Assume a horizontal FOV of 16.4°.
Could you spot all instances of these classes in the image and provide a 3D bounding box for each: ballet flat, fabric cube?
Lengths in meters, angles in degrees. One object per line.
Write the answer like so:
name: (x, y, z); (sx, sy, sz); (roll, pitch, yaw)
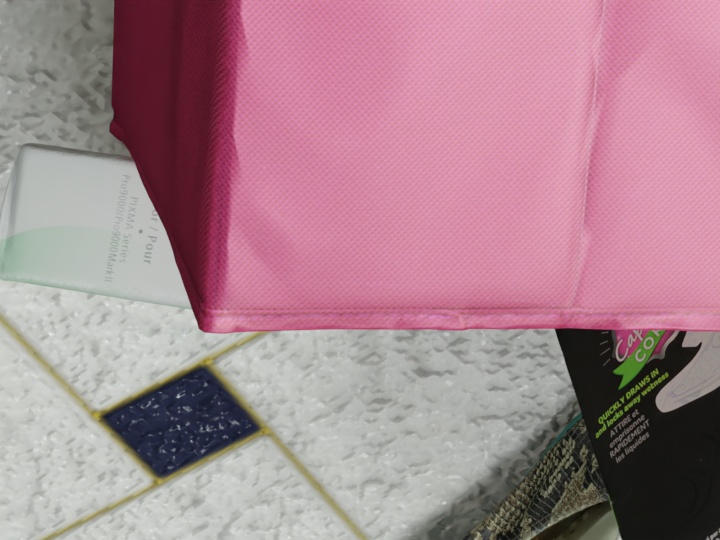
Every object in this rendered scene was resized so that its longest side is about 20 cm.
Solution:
ballet flat: (0.067, 0.137, 1.066); (0.068, 0.075, 0.200); (22, 125, -33)
fabric cube: (0.039, -0.107, 0.686); (0.199, 0.196, 0.200); (0, 109, -14)

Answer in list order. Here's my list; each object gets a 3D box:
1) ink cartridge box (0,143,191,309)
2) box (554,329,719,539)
ink cartridge box: (0.000, 0.000, 0.821); (0.199, 0.050, 0.161); (11, 179, 11)
box: (0.168, 0.044, 0.910); (0.148, 0.200, 0.124); (29, 122, -36)
